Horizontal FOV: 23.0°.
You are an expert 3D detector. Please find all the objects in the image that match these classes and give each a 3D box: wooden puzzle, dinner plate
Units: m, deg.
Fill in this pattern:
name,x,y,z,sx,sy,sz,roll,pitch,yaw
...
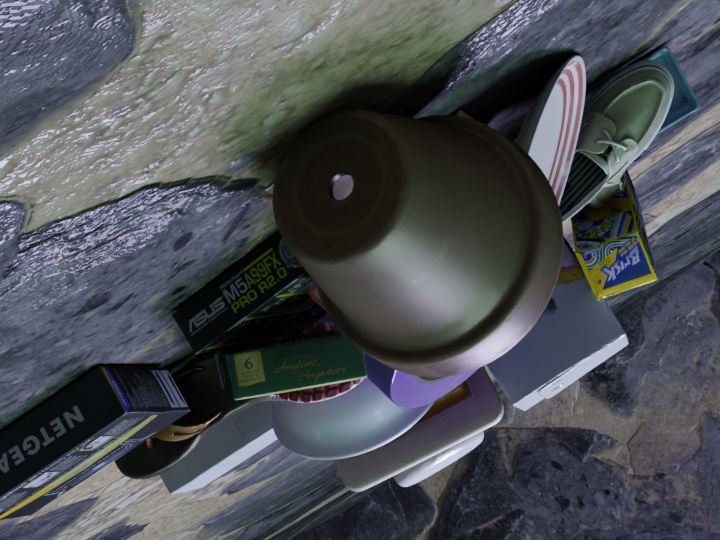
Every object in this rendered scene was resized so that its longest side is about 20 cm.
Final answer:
name,x,y,z,sx,sy,sz,roll,pitch,yaw
wooden puzzle,0.039,0.124,1.883,0.185,0.200,0.037,-27,129,1
dinner plate,0.152,-0.088,1.515,0.200,0.024,0.201,15,90,-75

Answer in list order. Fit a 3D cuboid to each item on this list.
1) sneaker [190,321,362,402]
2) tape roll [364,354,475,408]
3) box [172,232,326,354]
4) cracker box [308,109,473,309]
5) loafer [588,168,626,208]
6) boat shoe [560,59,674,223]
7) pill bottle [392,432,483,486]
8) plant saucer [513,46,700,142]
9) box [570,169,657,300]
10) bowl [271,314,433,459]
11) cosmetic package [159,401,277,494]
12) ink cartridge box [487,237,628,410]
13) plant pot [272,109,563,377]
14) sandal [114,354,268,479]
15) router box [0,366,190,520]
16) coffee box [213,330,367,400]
name,x,y,z,sx,sy,sz,roll,pitch,yaw
sneaker,-0.079,0.091,1.768,0.200,0.081,0.075,-10,-175,22
tape roll,0.081,0.035,1.676,0.200,0.066,0.200,-36,154,-21
box,-0.053,0.007,1.585,0.160,0.044,0.200,-36,168,23
cracker box,0.054,-0.033,1.510,0.200,0.058,0.134,-51,165,4
loafer,0.239,-0.112,1.775,0.068,0.076,0.200,-28,170,16
boat shoe,0.220,-0.107,1.636,0.200,0.072,0.062,-51,-167,8
pill bottle,0.043,0.134,2.008,0.116,0.200,0.116,-30,170,-6
plant saucer,0.218,-0.131,1.672,0.200,0.070,0.019,-32,-163,2
box,0.262,-0.049,1.875,0.070,0.064,0.200,-20,-155,12
bowl,-0.017,0.095,1.853,0.201,0.201,0.090,-30,125,-5
cosmetic package,-0.138,0.173,2.030,0.200,0.071,0.101,-34,169,11
ink cartridge box,0.178,0.032,1.917,0.145,0.200,0.145,-32,170,6
plant pot,0.026,-0.034,1.298,0.200,0.200,0.175,-35,152,17
sandal,-0.165,0.134,1.726,0.200,0.082,0.055,-29,173,15
router box,-0.275,0.162,1.645,0.200,0.052,0.157,-33,169,11
coffee box,-0.067,0.084,1.605,0.123,0.044,0.200,-9,179,-9
